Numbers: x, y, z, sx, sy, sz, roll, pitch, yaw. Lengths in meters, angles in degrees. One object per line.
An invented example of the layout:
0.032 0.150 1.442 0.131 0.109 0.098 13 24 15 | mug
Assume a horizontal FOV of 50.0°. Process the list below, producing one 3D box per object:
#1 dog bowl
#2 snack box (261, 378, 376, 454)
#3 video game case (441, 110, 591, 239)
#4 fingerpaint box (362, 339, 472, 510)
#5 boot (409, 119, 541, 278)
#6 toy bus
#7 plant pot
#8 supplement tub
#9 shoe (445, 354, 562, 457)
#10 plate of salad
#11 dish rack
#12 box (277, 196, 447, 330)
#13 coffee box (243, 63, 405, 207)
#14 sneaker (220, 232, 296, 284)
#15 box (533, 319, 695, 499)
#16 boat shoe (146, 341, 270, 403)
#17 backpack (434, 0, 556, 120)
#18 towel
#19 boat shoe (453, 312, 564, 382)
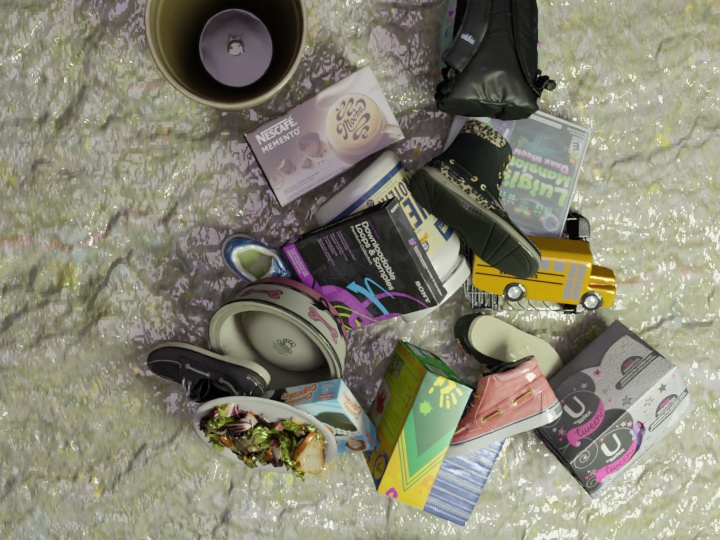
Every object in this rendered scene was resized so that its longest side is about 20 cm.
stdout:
-0.105 0.095 1.056 0.196 0.074 0.203 14 133 15 | dog bowl
-0.088 0.212 1.064 0.196 0.038 0.117 -14 130 25 | snack box
0.214 -0.150 1.106 0.196 0.023 0.185 20 80 0 | video game case
0.070 0.204 1.065 0.072 0.200 0.170 22 92 -9 | fingerpaint box
0.179 -0.101 1.025 0.202 0.074 0.154 38 55 3 | boot
0.252 -0.002 1.065 0.195 0.065 0.080 6 116 4 | toy bus
-0.169 -0.304 1.009 0.195 0.174 0.205 -1 95 -6 | plant pot
0.047 -0.045 1.069 0.144 0.145 0.201 -39 98 -1 | supplement tub
0.181 0.193 1.098 0.198 0.071 0.092 -28 87 28 | shoe
-0.129 0.229 1.021 0.196 0.201 0.049 17 51 -7 | plate of salad
0.245 -0.010 1.139 0.195 0.055 0.157 0 94 -4 | dish rack
0.000 0.000 1.006 0.198 0.036 0.145 -19 109 38 | box
-0.052 -0.185 1.078 0.197 0.080 0.115 -28 98 -3 | coffee box
-0.111 0.017 1.092 0.197 0.077 0.077 27 90 -10 | sneaker
0.354 0.198 1.110 0.199 0.132 0.115 -42 126 0 | box
-0.221 0.149 1.059 0.196 0.073 0.063 7 53 23 | boat shoe
0.171 -0.316 1.058 0.163 0.126 0.205 4 84 -16 | backpack
0.138 0.272 1.171 0.142 0.024 0.203 24 94 -10 | towel
0.225 0.123 1.145 0.199 0.063 0.075 32 80 -21 | boat shoe
